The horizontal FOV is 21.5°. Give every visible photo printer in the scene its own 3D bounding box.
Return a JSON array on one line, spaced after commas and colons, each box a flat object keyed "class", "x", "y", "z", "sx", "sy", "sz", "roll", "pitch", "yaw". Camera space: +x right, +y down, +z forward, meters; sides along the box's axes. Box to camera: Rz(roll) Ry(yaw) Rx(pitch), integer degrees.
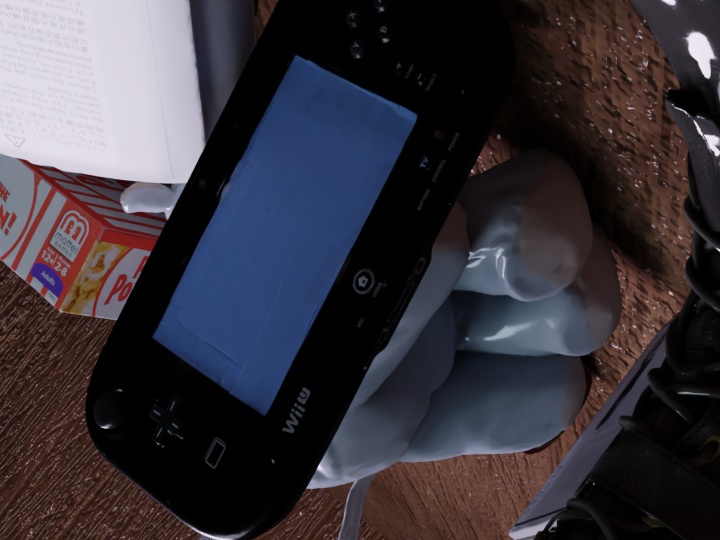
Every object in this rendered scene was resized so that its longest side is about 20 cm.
[{"class": "photo printer", "x": -0.117, "y": -0.109, "z": 0.661, "sx": 0.165, "sy": 0.070, "sz": 0.201, "roll": 14, "pitch": 149, "yaw": 9}]

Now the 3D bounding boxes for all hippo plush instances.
[{"class": "hippo plush", "x": 0.000, "y": 0.000, "z": 0.770, "sx": 0.158, "sy": 0.201, "sz": 0.161, "roll": 6, "pitch": -144, "yaw": -39}]

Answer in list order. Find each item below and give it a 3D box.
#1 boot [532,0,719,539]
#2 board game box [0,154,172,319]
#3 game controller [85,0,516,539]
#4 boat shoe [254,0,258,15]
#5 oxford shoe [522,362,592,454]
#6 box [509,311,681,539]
[{"class": "boot", "x": 0.087, "y": 0.027, "z": 0.461, "sx": 0.200, "sy": 0.175, "sz": 0.069, "roll": 44, "pitch": 169, "yaw": -28}, {"class": "board game box", "x": -0.121, "y": -0.026, "z": 0.950, "sx": 0.151, "sy": 0.047, "sz": 0.199, "roll": 36, "pitch": -167, "yaw": 30}, {"class": "game controller", "x": -0.022, "y": -0.011, "z": 0.639, "sx": 0.042, "sy": 0.201, "sz": 0.104, "roll": 23, "pitch": -175, "yaw": -42}, {"class": "boat shoe", "x": -0.129, "y": -0.153, "z": 0.753, "sx": 0.200, "sy": 0.074, "sz": 0.063, "roll": 35, "pitch": 168, "yaw": -24}, {"class": "oxford shoe", "x": 0.051, "y": 0.028, "z": 0.909, "sx": 0.075, "sy": 0.070, "sz": 0.200, "roll": 39, "pitch": 170, "yaw": 29}, {"class": "box", "x": 0.120, "y": 0.065, "z": 0.683, "sx": 0.060, "sy": 0.117, "sz": 0.200, "roll": 37, "pitch": 169, "yaw": 5}]
